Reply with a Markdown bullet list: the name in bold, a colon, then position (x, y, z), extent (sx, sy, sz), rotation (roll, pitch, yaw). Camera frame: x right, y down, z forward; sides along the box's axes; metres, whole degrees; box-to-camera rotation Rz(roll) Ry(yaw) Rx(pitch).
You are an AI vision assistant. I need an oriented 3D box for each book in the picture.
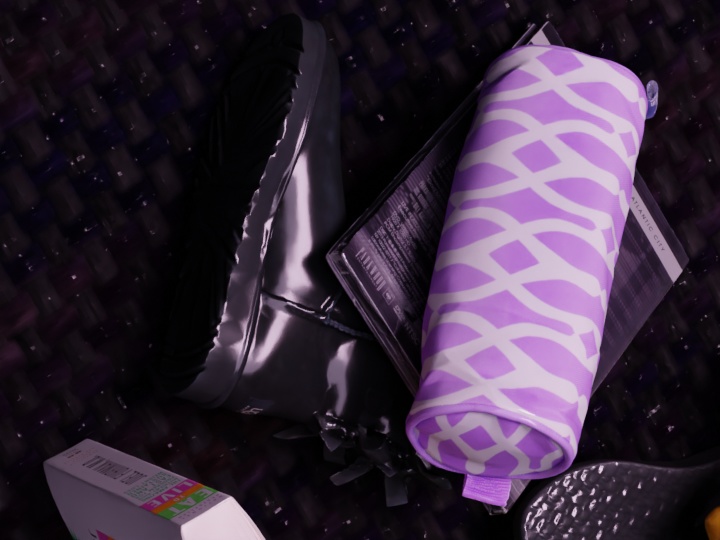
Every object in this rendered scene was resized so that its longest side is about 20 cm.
- **book**: position (-0.070, 0.145, 0.964), extent (0.048, 0.200, 0.135), rotation (-28, 102, -19)

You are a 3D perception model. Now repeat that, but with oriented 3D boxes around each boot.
- **boot**: position (0.001, -0.001, 1.059), extent (0.161, 0.073, 0.200), rotation (21, 74, -30)

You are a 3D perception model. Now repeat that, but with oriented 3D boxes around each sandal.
- **sandal**: position (0.150, 0.126, 1.147), extent (0.199, 0.048, 0.076), rotation (-6, 93, -36)

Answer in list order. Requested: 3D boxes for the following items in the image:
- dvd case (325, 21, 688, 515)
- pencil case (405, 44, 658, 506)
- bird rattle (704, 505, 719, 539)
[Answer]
- **dvd case**: position (0.076, -0.006, 1.077), extent (0.149, 0.016, 0.200), rotation (57, 49, -18)
- **pencil case**: position (0.074, -0.004, 1.013), extent (0.083, 0.086, 0.201), rotation (16, 64, 0)
- **bird rattle**: position (0.229, 0.142, 1.121), extent (0.163, 0.112, 0.202), rotation (-31, 119, -37)
